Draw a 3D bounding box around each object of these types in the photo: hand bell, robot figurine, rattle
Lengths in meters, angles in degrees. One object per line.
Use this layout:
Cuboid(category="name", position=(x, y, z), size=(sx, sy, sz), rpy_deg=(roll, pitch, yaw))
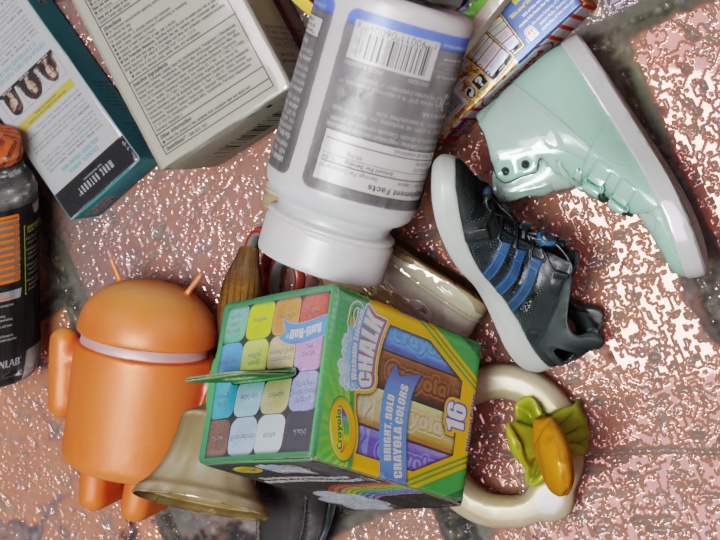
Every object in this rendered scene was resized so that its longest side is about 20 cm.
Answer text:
Cuboid(category="hand bell", position=(-0.100, 0.079, 1.267), size=(0.104, 0.104, 0.201), rpy_deg=(6, 74, 18))
Cuboid(category="robot figurine", position=(-0.173, 0.094, 1.337), size=(0.144, 0.116, 0.201), rpy_deg=(20, 104, 56))
Cuboid(category="rattle", position=(0.064, 0.135, 1.250), size=(0.199, 0.143, 0.131), rpy_deg=(14, 114, 12))

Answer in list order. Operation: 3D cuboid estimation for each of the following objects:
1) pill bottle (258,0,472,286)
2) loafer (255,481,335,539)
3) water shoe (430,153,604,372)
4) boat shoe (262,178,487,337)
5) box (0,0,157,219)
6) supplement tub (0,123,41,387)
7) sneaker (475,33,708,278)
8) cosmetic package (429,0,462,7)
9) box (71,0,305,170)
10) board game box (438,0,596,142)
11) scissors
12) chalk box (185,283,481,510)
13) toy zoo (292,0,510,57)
Cuboid(category="pill bottle", position=(-0.001, -0.098, 1.191), size=(0.113, 0.114, 0.201), rpy_deg=(21, 103, 16))
Cuboid(category="loafer", position=(-0.060, 0.148, 1.315), size=(0.073, 0.072, 0.201), rpy_deg=(15, 102, 39))
Cuboid(category="water shoe", position=(0.117, -0.014, 1.218), size=(0.079, 0.072, 0.200), rpy_deg=(-18, 127, 20))
Cuboid(category="boat shoe", position=(0.000, 0.000, 1.290), size=(0.199, 0.074, 0.069), rpy_deg=(32, 98, 13))
Cuboid(category="box", position=(-0.253, -0.146, 1.377), size=(0.082, 0.049, 0.200), rpy_deg=(-38, 82, 19))
Cuboid(category="supplement tub", position=(-0.320, -0.013, 1.357), size=(0.122, 0.122, 0.201), rpy_deg=(9, 109, 18))
Cuboid(category="sneaker", position=(0.164, -0.058, 1.227), size=(0.118, 0.074, 0.201), rpy_deg=(-34, 74, 12))
Cuboid(category="cosmetic package", position=(-0.017, -0.256, 1.185), size=(0.199, 0.107, 0.091), rpy_deg=(25, 102, 18))
Cuboid(category="box", position=(-0.130, -0.194, 1.299), size=(0.127, 0.109, 0.201), rpy_deg=(-30, 85, 19))
Cuboid(category="board game box", position=(0.055, -0.221, 1.266), size=(0.151, 0.046, 0.200), rpy_deg=(-42, 81, 18))
Cuboid(category="scissors", position=(-0.080, 0.064, 1.355), size=(0.073, 0.014, 0.201), rpy_deg=(30, 120, 39))
Cuboid(category="chalk box", position=(-0.029, 0.087, 1.189), size=(0.124, 0.199, 0.125), rpy_deg=(-9, 65, 44))
Cuboid(category="toy zoo", position=(0.011, -0.232, 1.244), size=(0.200, 0.020, 0.131), rpy_deg=(43, 107, 11))
